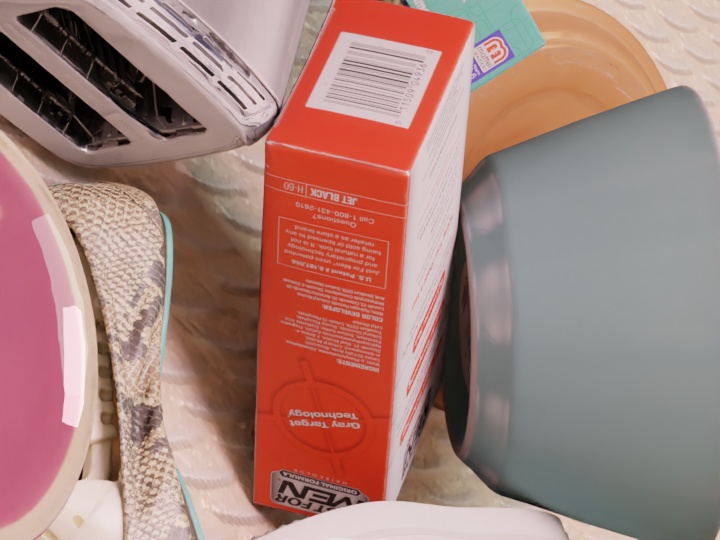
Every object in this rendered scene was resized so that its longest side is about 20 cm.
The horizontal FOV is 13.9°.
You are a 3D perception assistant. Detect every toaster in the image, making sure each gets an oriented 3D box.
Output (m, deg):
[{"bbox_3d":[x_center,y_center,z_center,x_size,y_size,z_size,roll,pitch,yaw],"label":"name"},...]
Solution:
[{"bbox_3d":[-0.095,-0.126,1.102,0.200,0.113,0.130,43,48,-50],"label":"toaster"}]

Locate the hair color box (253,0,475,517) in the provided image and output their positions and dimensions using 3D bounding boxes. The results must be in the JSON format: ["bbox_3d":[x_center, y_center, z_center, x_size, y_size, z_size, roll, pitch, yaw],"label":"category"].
[{"bbox_3d":[0.000,0.000,1.188,0.102,0.061,0.200,-66,165,-46],"label":"hair color box"}]

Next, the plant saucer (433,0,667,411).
[{"bbox_3d":[0.078,-0.028,1.360,0.200,0.032,0.201,-8,103,-38],"label":"plant saucer"}]

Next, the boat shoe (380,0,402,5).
[{"bbox_3d":[0.045,-0.107,1.387,0.073,0.063,0.201,14,69,-59],"label":"boat shoe"}]

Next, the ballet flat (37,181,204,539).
[{"bbox_3d":[-0.102,0.061,1.091,0.075,0.068,0.201,6,68,-37],"label":"ballet flat"}]

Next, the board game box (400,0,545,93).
[{"bbox_3d":[0.000,-0.183,1.254,0.152,0.045,0.200,57,4,-35],"label":"board game box"}]

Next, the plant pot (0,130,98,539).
[{"bbox_3d":[-0.182,0.030,0.833,0.200,0.179,0.201,26,60,-55],"label":"plant pot"}]

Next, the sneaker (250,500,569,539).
[{"bbox_3d":[0.018,0.143,1.190,0.200,0.074,0.082,-1,60,-36],"label":"sneaker"}]

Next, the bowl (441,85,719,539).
[{"bbox_3d":[0.091,0.022,1.256,0.201,0.105,0.202,178,-90,-84],"label":"bowl"}]
